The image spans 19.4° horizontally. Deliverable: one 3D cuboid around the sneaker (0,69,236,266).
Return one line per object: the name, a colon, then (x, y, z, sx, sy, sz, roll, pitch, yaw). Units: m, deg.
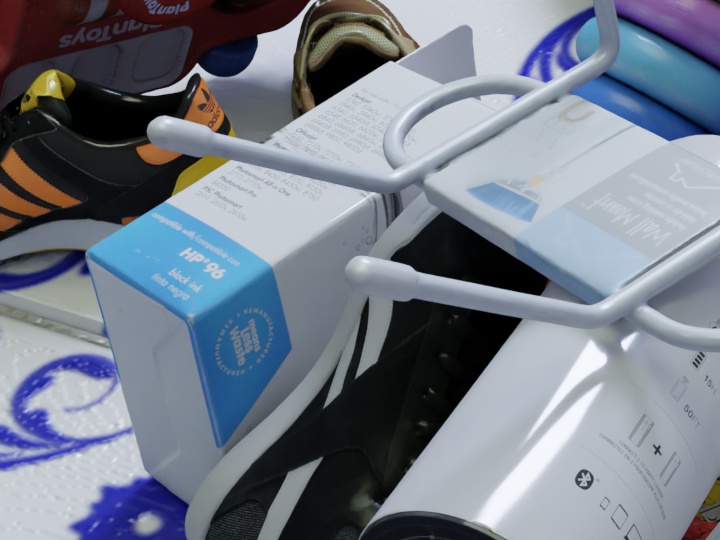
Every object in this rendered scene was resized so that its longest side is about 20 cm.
sneaker: (-0.150, -0.054, 0.954, 0.199, 0.090, 0.070, -1, 38, 11)

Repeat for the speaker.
speaker: (0.080, 0.042, 0.659, 0.081, 0.081, 0.200, 13, 43, 28)

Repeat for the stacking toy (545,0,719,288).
stacking toy: (0.095, -0.031, 0.803, 0.085, 0.085, 0.200, 32, 96, 41)

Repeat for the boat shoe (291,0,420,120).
boat shoe: (0.004, -0.083, 0.968, 0.075, 0.074, 0.200, -11, 35, -2)

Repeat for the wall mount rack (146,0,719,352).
wall mount rack: (0.044, -0.034, 0.644, 0.173, 0.075, 0.200, -30, 35, -20)

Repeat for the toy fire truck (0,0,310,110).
toy fire truck: (-0.083, -0.148, 0.982, 0.200, 0.168, 0.112, -19, 61, -33)

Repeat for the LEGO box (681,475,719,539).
LEGO box: (0.166, 0.126, 0.660, 0.149, 0.077, 0.200, -36, 44, -29)

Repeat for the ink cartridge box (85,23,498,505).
ink cartridge box: (0.000, 0.000, 0.829, 0.200, 0.116, 0.068, -35, 44, -28)

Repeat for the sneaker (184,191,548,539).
sneaker: (0.032, 0.060, 0.731, 0.200, 0.073, 0.112, -53, 48, 12)
